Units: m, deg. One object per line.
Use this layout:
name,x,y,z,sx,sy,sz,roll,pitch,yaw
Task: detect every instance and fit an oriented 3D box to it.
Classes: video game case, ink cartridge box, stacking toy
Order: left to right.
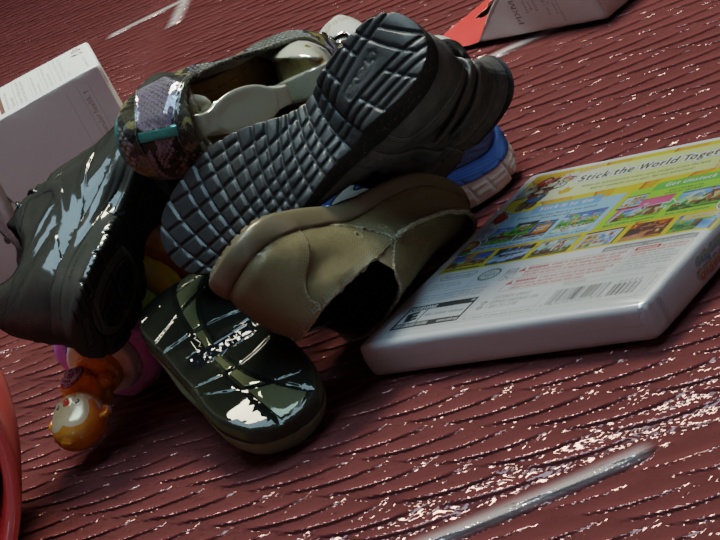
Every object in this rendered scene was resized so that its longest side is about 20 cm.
stacking toy,-0.143,0.034,1.504,0.116,0.110,0.200,-15,33,30
ink cartridge box,0.147,-0.226,1.839,0.200,0.050,0.161,-2,31,50
video game case,0.121,-0.011,1.330,0.200,0.023,0.182,-11,25,46

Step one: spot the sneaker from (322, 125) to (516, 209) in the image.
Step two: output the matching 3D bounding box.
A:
sneaker,-0.008,-0.050,1.517,0.200,0.089,0.079,-33,17,-14

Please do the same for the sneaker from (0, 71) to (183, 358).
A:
sneaker,-0.155,-0.040,1.469,0.091,0.076,0.200,4,49,28

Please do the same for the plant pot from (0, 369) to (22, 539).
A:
plant pot,-0.268,0.102,1.356,0.200,0.201,0.177,-27,9,4

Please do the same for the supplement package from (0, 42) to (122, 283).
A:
supplement package,-0.261,-0.068,1.897,0.200,0.117,0.117,-30,18,-3

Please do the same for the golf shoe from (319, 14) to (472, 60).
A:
golf shoe,0.001,-0.125,1.610,0.078,0.095,0.200,-13,-9,-29

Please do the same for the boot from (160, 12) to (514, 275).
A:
boot,-0.007,-0.055,1.424,0.200,0.070,0.132,-36,-24,16

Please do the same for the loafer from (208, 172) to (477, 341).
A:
loafer,0.000,0.000,1.383,0.200,0.067,0.076,-18,-27,-47

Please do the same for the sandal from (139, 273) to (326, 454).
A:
sandal,-0.068,0.053,1.395,0.080,0.057,0.201,-28,33,-2

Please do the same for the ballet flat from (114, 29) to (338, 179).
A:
ballet flat,-0.054,-0.098,1.467,0.072,0.072,0.200,-12,9,41
